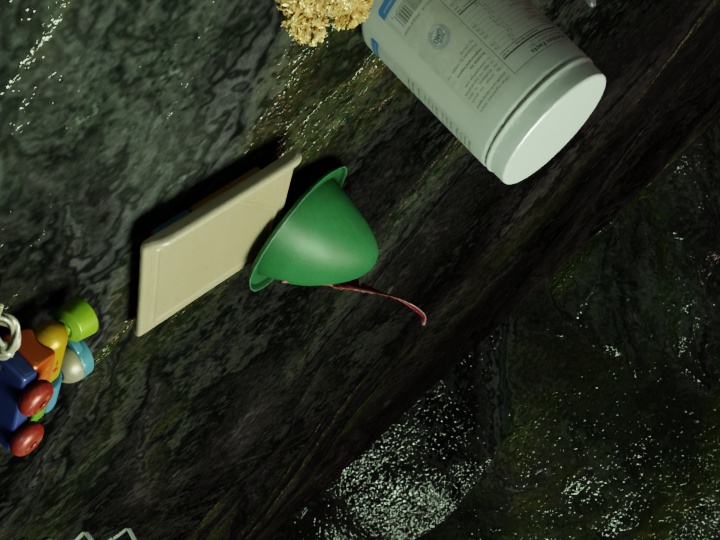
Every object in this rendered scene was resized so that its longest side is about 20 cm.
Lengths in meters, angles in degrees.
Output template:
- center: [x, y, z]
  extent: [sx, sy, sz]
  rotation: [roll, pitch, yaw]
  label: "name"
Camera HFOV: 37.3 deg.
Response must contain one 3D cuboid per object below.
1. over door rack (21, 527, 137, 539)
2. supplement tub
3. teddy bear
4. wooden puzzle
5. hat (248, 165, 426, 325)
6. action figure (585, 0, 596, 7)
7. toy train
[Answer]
- center: [-0.401, 0.368, 1.366]
  extent: [0.197, 0.068, 0.148]
  rotation: [-23, 165, 6]
  label: "over door rack"
- center: [0.106, -0.191, 0.954]
  extent: [0.131, 0.200, 0.132]
  rotation: [-38, 164, -13]
  label: "supplement tub"
- center: [-0.016, -0.235, 0.792]
  extent: [0.145, 0.067, 0.200]
  rotation: [-46, 165, 0]
  label: "teddy bear"
- center: [-0.149, -0.030, 1.060]
  extent: [0.184, 0.037, 0.201]
  rotation: [-35, 167, -29]
  label: "wooden puzzle"
- center: [0.000, 0.000, 1.177]
  extent: [0.200, 0.175, 0.166]
  rotation: [-43, 170, -51]
  label: "hat"
- center: [0.189, -0.338, 0.930]
  extent: [0.199, 0.103, 0.196]
  rotation: [-19, 127, -65]
  label: "action figure"
- center: [-0.272, 0.061, 0.916]
  extent: [0.116, 0.084, 0.201]
  rotation: [-43, 168, -42]
  label: "toy train"
